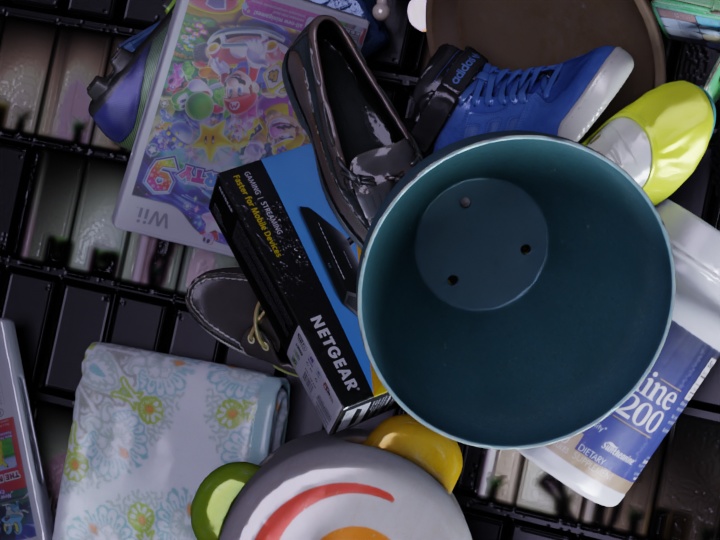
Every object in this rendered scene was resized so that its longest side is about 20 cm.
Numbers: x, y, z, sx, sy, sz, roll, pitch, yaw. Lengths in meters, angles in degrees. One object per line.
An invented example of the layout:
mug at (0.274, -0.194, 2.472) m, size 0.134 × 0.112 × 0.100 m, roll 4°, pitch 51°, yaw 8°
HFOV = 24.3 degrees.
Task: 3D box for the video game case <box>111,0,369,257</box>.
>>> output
video game case at (-0.089, -0.110, 1.242) m, size 0.142 × 0.018 × 0.201 m, roll 14°, pitch 105°, yaw -21°

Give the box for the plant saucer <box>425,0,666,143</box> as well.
plant saucer at (0.133, -0.160, 1.187) m, size 0.199 × 0.029 × 0.201 m, roll 25°, pitch 132°, yaw 30°

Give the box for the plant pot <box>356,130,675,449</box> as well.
plant pot at (0.090, -0.002, 1.087) m, size 0.199 × 0.135 × 0.201 m, roll -2°, pitch 106°, yaw -6°

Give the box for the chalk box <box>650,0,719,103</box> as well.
chalk box at (0.278, -0.213, 1.157) m, size 0.123 × 0.124 × 0.201 m, roll 14°, pitch 90°, yaw 16°

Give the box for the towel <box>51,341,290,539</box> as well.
towel at (-0.149, 0.166, 1.282) m, size 0.170 × 0.048 × 0.201 m, roll 9°, pitch 88°, yaw 15°

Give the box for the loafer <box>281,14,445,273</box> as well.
loafer at (0.003, -0.088, 1.175) m, size 0.072 × 0.063 × 0.201 m, roll -23°, pitch 75°, yaw -22°

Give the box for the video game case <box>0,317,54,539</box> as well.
video game case at (-0.349, 0.151, 1.345) m, size 0.199 × 0.023 × 0.183 m, roll -16°, pitch 81°, yaw 18°

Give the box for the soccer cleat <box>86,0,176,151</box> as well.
soccer cleat at (-0.119, -0.170, 1.256) m, size 0.200 × 0.065 × 0.084 m, roll -45°, pitch 105°, yaw 4°

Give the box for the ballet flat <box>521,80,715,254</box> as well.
ballet flat at (0.163, -0.060, 1.152) m, size 0.200 × 0.067 × 0.067 m, roll -40°, pitch 73°, yaw 49°

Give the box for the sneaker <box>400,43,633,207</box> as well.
sneaker at (0.098, -0.120, 1.167) m, size 0.111 × 0.200 × 0.077 m, roll 43°, pitch 56°, yaw -4°

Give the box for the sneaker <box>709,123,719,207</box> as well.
sneaker at (0.317, -0.023, 1.166) m, size 0.090 × 0.070 × 0.201 m, roll -22°, pitch 79°, yaw -3°

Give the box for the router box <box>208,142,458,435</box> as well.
router box at (0.000, 0.000, 1.200) m, size 0.149 × 0.051 × 0.201 m, roll -20°, pitch 68°, yaw -25°

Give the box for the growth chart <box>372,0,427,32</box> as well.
growth chart at (0.104, -0.254, 1.250) m, size 0.199 × 0.018 × 0.146 m, roll -5°, pitch 84°, yaw 5°

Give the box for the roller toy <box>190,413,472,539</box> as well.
roller toy at (-0.009, 0.207, 1.173) m, size 0.199 × 0.140 × 0.184 m, roll -18°, pitch 91°, yaw -1°

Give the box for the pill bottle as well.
pill bottle at (0.187, 0.054, 1.164) m, size 0.111 × 0.111 × 0.201 m, roll 34°, pitch 95°, yaw 15°

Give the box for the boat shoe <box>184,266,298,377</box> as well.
boat shoe at (-0.047, 0.042, 1.257) m, size 0.200 × 0.061 × 0.072 m, roll 18°, pitch 91°, yaw 16°

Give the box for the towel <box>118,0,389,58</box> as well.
towel at (-0.083, -0.175, 1.292) m, size 0.199 × 0.049 × 0.112 m, roll -29°, pitch 79°, yaw 11°
